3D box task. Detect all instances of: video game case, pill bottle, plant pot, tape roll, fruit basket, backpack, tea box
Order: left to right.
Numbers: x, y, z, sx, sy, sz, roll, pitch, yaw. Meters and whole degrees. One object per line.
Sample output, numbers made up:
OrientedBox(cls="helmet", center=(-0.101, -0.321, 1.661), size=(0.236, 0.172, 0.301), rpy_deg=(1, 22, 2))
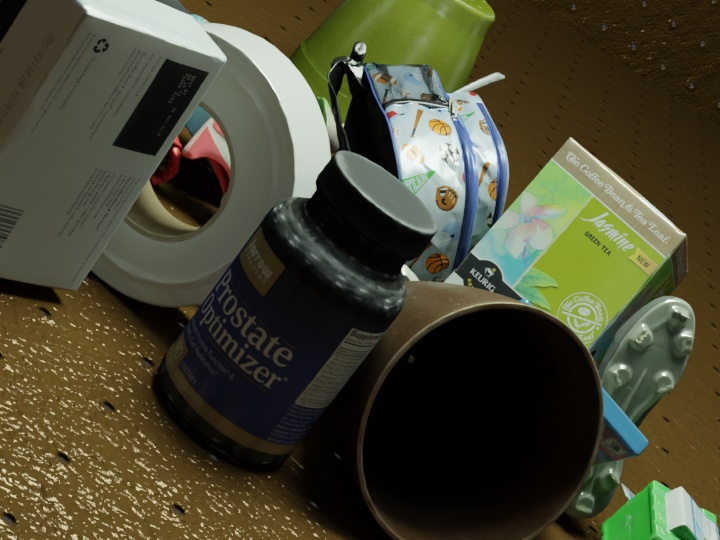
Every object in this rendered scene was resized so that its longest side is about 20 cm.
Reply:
OrientedBox(cls="tea box", center=(-0.230, -0.131, 1.245), size=(0.133, 0.201, 0.197), rpy_deg=(14, 27, -50))
OrientedBox(cls="tape roll", center=(-0.123, -0.076, 1.339), size=(0.202, 0.203, 0.071), rpy_deg=(41, 18, 11))
OrientedBox(cls="pill bottle", center=(-0.040, 0.024, 1.248), size=(0.111, 0.201, 0.112), rpy_deg=(33, 18, -12))
OrientedBox(cls="plant pot", center=(0.044, -0.244, 2.068), size=(0.199, 0.194, 0.201), rpy_deg=(33, 19, -12))
OrientedBox(cls="backpack", center=(0.045, -0.068, 1.630), size=(0.152, 0.202, 0.191), rpy_deg=(0, 35, -7))
OrientedBox(cls="plant pot", center=(0.049, 0.082, 1.353), size=(0.186, 0.188, 0.200), rpy_deg=(28, 5, -27))
OrientedBox(cls="video game case", center=(0.129, 0.098, 1.451), size=(0.143, 0.018, 0.200), rpy_deg=(49, -22, -4))
OrientedBox(cls="tea box", center=(0.172, 0.017, 1.603), size=(0.133, 0.197, 0.200), rpy_deg=(40, 1, 13))
OrientedBox(cls="fruit basket", center=(0.278, 0.262, 1.451), size=(0.200, 0.094, 0.185), rpy_deg=(40, 17, -4))

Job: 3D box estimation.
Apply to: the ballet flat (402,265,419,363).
OrientedBox(cls="ballet flat", center=(0.000, 0.000, 1.451), size=(0.200, 0.069, 0.070), rpy_deg=(45, 10, -35))

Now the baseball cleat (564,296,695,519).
OrientedBox(cls="baseball cleat", center=(0.202, 0.101, 1.528), size=(0.069, 0.201, 0.107), rpy_deg=(24, 11, -19))

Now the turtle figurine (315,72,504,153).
OrientedBox(cls="turtle figurine", center=(0.010, -0.119, 1.809), size=(0.193, 0.202, 0.143), rpy_deg=(19, -10, -35))

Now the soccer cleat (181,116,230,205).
OrientedBox(cls="soccer cleat", center=(-0.073, -0.046, 1.573), size=(0.201, 0.076, 0.067), rpy_deg=(58, -13, -19))

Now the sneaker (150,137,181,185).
OrientedBox(cls="sneaker", center=(-0.181, -0.114, 1.568), size=(0.085, 0.077, 0.200), rpy_deg=(55, 19, -5))

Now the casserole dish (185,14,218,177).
OrientedBox(cls="casserole dish", center=(-0.120, -0.140, 1.625), size=(0.122, 0.038, 0.201), rpy_deg=(-96, 160, -49))
